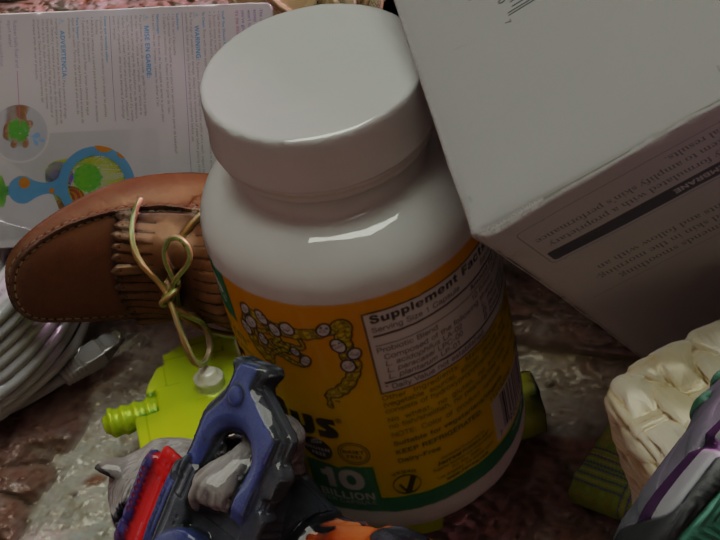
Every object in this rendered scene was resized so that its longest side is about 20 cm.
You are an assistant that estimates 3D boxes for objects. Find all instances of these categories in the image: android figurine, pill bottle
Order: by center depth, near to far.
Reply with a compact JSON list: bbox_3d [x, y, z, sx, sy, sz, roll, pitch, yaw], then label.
[{"bbox_3d":[0.000,0.000,0.668,0.113,0.200,0.113,-7,43,7],"label":"pill bottle"},{"bbox_3d":[-0.020,0.065,0.789,0.200,0.041,0.182,-12,39,-4],"label":"android figurine"}]

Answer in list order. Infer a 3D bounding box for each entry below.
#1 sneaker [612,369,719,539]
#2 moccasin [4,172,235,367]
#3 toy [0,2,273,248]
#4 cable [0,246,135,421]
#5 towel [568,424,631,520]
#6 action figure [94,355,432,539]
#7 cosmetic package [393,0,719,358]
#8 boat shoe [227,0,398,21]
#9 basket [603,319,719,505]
[{"bbox_3d":[0.138,0.035,0.507,0.200,0.074,0.088,-35,26,-18],"label":"sneaker"},{"bbox_3d":[-0.067,-0.002,0.798,0.201,0.074,0.078,-2,30,-5],"label":"moccasin"},{"bbox_3d":[-0.142,-0.071,0.846,0.200,0.115,0.047,-3,4,-8],"label":"toy"},{"bbox_3d":[-0.241,0.019,0.874,0.200,0.069,0.200,-36,45,-27],"label":"cable"},{"bbox_3d":[0.206,0.088,0.719,0.200,0.023,0.144,20,49,34],"label":"towel"},{"bbox_3d":[-0.032,0.141,0.653,0.193,0.200,0.105,37,17,23],"label":"action figure"},{"bbox_3d":[0.114,-0.082,0.641,0.123,0.200,0.199,-29,56,20],"label":"cosmetic package"},{"bbox_3d":[0.011,-0.123,0.829,0.200,0.065,0.071,35,63,23],"label":"boat shoe"},{"bbox_3d":[0.216,0.094,0.568,0.198,0.161,0.200,-30,44,-5],"label":"basket"}]
